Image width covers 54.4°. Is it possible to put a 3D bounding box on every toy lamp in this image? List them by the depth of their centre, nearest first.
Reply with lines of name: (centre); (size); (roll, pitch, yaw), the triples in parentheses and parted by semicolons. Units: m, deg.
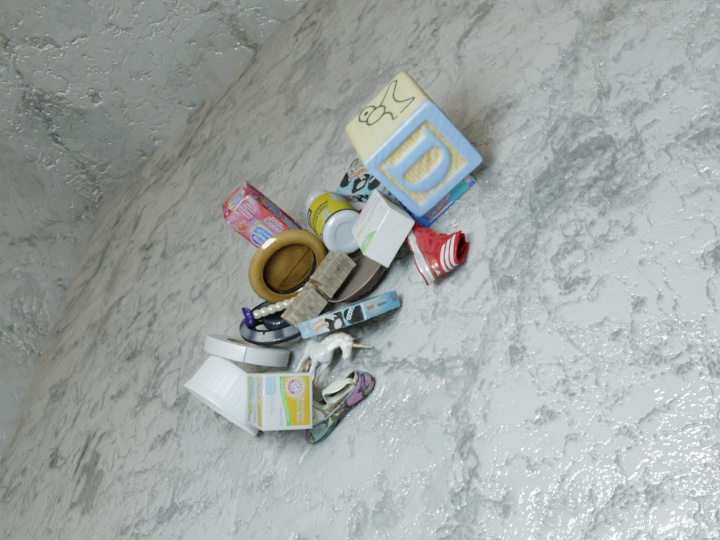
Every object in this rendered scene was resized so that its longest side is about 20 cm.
toy lamp: (-0.177, 0.079, 1.644); (0.198, 0.059, 0.058); (-17, 32, -9)

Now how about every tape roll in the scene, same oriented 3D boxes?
tape roll: (-0.265, 0.187, 1.643); (0.202, 0.202, 0.037); (10, 87, 56)

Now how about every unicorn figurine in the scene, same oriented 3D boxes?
unicorn figurine: (-0.083, 0.189, 1.519); (0.199, 0.074, 0.138); (16, 77, 55)

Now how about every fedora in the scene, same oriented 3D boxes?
fedora: (-0.176, -0.017, 1.677); (0.201, 0.200, 0.082); (-48, 30, 9)

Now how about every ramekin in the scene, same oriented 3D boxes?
ramekin: (-0.294, 0.280, 1.599); (0.200, 0.200, 0.098); (5, 56, 54)

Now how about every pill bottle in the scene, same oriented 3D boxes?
pill bottle: (-0.067, -0.126, 1.705); (0.112, 0.112, 0.200); (-50, 33, 6)

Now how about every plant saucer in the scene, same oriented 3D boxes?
plant saucer: (0.000, 0.000, 1.609); (0.200, 0.032, 0.201); (-39, 24, 21)

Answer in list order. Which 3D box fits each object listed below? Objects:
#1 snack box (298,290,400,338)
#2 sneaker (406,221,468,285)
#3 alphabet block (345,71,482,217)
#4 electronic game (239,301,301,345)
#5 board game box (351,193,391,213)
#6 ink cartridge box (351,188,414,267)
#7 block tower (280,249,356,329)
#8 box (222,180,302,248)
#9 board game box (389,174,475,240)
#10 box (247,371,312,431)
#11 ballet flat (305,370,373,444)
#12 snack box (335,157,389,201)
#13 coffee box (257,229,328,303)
snack box: (-0.025, 0.094, 1.491); (0.199, 0.116, 0.037); (-21, 88, 42)
sneaker: (0.164, -0.054, 1.454); (0.115, 0.079, 0.201); (-26, 37, 10)
alphabet block: (0.110, -0.273, 1.511); (0.195, 0.196, 0.201); (-40, 34, 13)
electronic game: (-0.195, 0.118, 1.686); (0.198, 0.042, 0.200); (-11, 26, 5)
board game box: (0.037, -0.194, 1.769); (0.126, 0.035, 0.201); (-11, 51, 49)
ink cartridge box: (0.041, -0.102, 1.539); (0.118, 0.067, 0.200); (-60, 19, 13)
block tower: (-0.096, 0.045, 1.600); (0.200, 0.054, 0.058); (-52, 24, -12)
box: (-0.241, -0.116, 1.750); (0.095, 0.200, 0.100); (-43, 30, 12)
board game box: (0.152, -0.178, 1.590); (0.200, 0.045, 0.152); (-44, 32, 14)
box: (-0.169, 0.265, 1.439); (0.200, 0.100, 0.114); (158, 112, -71)
ballet flat: (-0.059, 0.268, 1.412); (0.200, 0.071, 0.069); (-45, 35, 15)
snack box: (0.021, -0.230, 1.754); (0.199, 0.037, 0.117); (8, 66, 57)
coffee box: (-0.174, 0.007, 1.811); (0.200, 0.080, 0.115); (-44, 33, 16)
